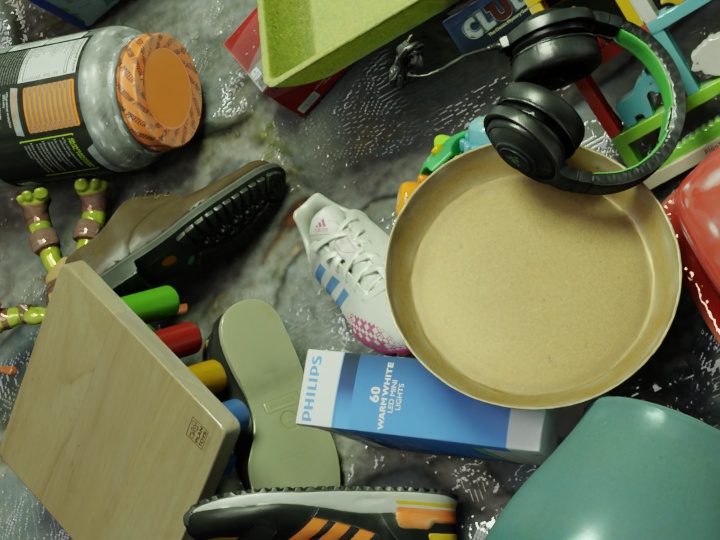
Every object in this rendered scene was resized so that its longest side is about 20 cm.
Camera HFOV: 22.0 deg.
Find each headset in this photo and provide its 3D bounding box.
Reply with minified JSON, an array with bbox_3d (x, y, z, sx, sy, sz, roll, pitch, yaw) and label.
[{"bbox_3d":[0.120,-0.119,1.264,0.199,0.094,0.124,16,73,-5],"label":"headset"}]

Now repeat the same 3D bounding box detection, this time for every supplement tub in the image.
[{"bbox_3d":[-0.242,-0.139,1.577,0.199,0.122,0.123,-5,73,30],"label":"supplement tub"}]

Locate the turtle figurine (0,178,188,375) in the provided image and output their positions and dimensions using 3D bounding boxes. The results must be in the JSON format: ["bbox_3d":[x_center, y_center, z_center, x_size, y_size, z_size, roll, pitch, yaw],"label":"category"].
[{"bbox_3d":[-0.235,0.006,1.563,0.199,0.064,0.162,-15,67,18],"label":"turtle figurine"}]

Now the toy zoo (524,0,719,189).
[{"bbox_3d":[0.203,-0.168,1.289,0.131,0.020,0.201,-29,105,21],"label":"toy zoo"}]

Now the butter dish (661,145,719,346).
[{"bbox_3d":[0.287,-0.034,1.196,0.200,0.148,0.200,-37,60,17],"label":"butter dish"}]

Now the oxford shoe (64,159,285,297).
[{"bbox_3d":[-0.153,-0.040,1.493,0.199,0.073,0.085,-31,58,-8],"label":"oxford shoe"}]

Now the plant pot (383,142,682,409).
[{"bbox_3d":[0.115,0.004,1.247,0.198,0.028,0.201,-2,64,4],"label":"plant pot"}]

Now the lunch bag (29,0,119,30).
[{"bbox_3d":[-0.248,-0.316,1.588,0.170,0.200,0.128,-32,60,19],"label":"lunch bag"}]

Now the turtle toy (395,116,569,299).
[{"bbox_3d":[0.103,-0.028,1.337,0.146,0.101,0.200,-42,60,14],"label":"turtle toy"}]

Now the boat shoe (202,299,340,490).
[{"bbox_3d":[-0.069,0.125,1.427,0.063,0.073,0.203,-45,60,60],"label":"boat shoe"}]

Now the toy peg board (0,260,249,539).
[{"bbox_3d":[-0.162,0.121,1.435,0.199,0.098,0.201,42,126,27],"label":"toy peg board"}]

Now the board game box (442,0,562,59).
[{"bbox_3d":[0.159,-0.236,1.355,0.199,0.136,0.035,-30,103,21],"label":"board game box"}]

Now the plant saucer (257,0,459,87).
[{"bbox_3d":[0.013,-0.240,1.394,0.199,0.048,0.201,-27,47,23],"label":"plant saucer"}]

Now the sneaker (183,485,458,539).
[{"bbox_3d":[-0.027,0.201,1.323,0.199,0.070,0.091,0,81,-8],"label":"sneaker"}]

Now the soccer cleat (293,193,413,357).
[{"bbox_3d":[0.000,0.000,1.357,0.070,0.086,0.200,-40,26,-6],"label":"soccer cleat"}]

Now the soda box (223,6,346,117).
[{"bbox_3d":[-0.014,-0.225,1.495,0.200,0.063,0.070,-46,55,11],"label":"soda box"}]

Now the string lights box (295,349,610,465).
[{"bbox_3d":[0.065,0.100,1.321,0.199,0.103,0.059,4,79,32],"label":"string lights box"}]

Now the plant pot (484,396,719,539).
[{"bbox_3d":[0.170,0.191,1.182,0.199,0.200,0.189,14,69,34],"label":"plant pot"}]
